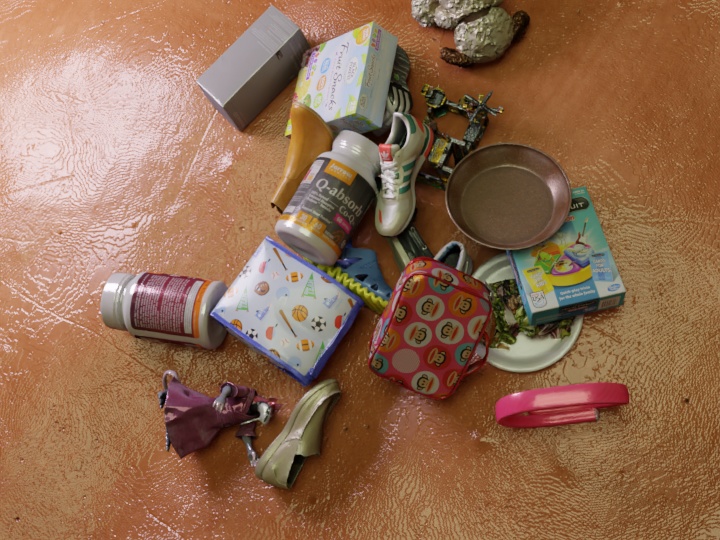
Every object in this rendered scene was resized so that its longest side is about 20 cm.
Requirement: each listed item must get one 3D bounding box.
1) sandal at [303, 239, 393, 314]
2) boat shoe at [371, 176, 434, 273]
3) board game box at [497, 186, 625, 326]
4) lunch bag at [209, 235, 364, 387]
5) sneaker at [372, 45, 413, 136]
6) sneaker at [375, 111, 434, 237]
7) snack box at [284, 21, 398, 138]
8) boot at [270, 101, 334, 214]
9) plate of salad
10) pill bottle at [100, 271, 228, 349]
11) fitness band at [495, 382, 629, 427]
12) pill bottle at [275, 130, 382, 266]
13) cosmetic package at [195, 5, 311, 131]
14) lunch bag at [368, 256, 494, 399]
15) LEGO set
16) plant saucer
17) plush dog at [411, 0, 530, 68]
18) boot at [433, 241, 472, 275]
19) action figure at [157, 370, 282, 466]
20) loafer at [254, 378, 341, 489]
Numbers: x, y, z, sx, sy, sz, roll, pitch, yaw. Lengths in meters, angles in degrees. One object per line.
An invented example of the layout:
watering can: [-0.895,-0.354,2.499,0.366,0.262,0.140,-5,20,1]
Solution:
sandal: [0.000,0.000,1.701,0.199,0.080,0.087,35,79,19]
boat shoe: [0.069,-0.081,1.712,0.065,0.075,0.201,-19,58,-8]
board game box: [0.312,-0.025,1.618,0.149,0.047,0.202,-13,60,-2]
lunch bag: [-0.112,0.073,1.679,0.199,0.124,0.171,29,80,27]
sneaker: [0.031,-0.312,1.796,0.116,0.074,0.202,-48,29,36]
sneaker: [0.051,-0.157,1.638,0.070,0.093,0.202,11,79,39]
snack box: [-0.034,-0.313,1.758,0.199,0.067,0.171,-9,65,49]
boot: [-0.104,-0.170,1.710,0.070,0.202,0.145,27,70,27]
plate of salad: [0.255,0.060,1.636,0.197,0.048,0.203,-4,71,12]
pill bottle: [-0.328,0.063,1.735,0.197,0.114,0.116,7,74,15]
fitness band: [0.299,0.202,1.528,0.197,0.144,0.038,-9,72,10]
pill bottle: [-0.044,-0.119,1.666,0.115,0.117,0.201,25,75,19]
cosmetic package: [-0.188,-0.361,1.843,0.090,0.107,0.200,40,86,22]
lunch bag: [0.119,0.095,1.584,0.174,0.082,0.202,23,113,-6]
LEGO set: [0.134,-0.229,1.718,0.153,0.116,0.201,31,81,20]
plant saucer: [0.234,-0.111,1.628,0.197,0.037,0.203,-3,60,5]
plush dog: [0.200,-0.445,1.773,0.198,0.160,0.173,-26,95,5]
boot: [0.111,0.044,1.648,0.073,0.096,0.202,26,80,19]
action figure: [-0.224,0.235,1.684,0.197,0.136,0.149,-11,27,-4]
loafer: [-0.086,0.264,1.640,0.068,0.076,0.201,36,93,19]
